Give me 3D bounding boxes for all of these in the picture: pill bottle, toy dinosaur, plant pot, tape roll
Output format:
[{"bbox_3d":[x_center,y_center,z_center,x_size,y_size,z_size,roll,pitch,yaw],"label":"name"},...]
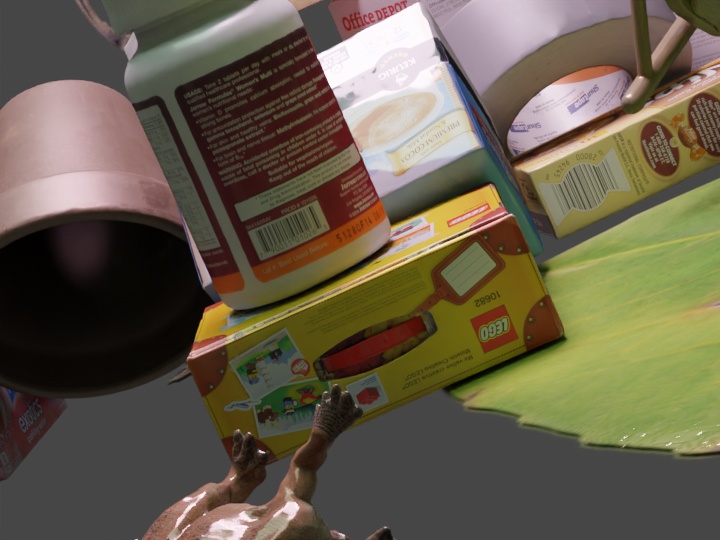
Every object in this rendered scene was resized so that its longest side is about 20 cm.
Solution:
[{"bbox_3d":[-0.068,-0.088,1.270,0.109,0.201,0.110,-23,9,4],"label":"pill bottle"},{"bbox_3d":[-0.059,0.126,0.903,0.135,0.086,0.200,-37,8,-28],"label":"toy dinosaur"},{"bbox_3d":[-0.201,-0.038,1.576,0.199,0.200,0.176,-22,50,12],"label":"plant pot"},{"bbox_3d":[0.137,-0.134,1.593,0.199,0.066,0.201,-21,-29,-12],"label":"tape roll"}]

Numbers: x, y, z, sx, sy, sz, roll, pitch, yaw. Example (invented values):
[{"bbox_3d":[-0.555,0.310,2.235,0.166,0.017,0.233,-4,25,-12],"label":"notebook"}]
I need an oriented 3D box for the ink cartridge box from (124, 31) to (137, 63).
[{"bbox_3d":[-0.098,-0.132,1.574,0.043,0.175,0.200,-9,-21,-27],"label":"ink cartridge box"}]

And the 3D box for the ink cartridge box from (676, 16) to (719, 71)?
[{"bbox_3d":[0.264,-0.212,1.617,0.050,0.201,0.160,-30,11,-38],"label":"ink cartridge box"}]

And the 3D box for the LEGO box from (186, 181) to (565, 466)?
[{"bbox_3d":[0.008,0.029,1.290,0.199,0.078,0.149,-24,9,4],"label":"LEGO box"}]

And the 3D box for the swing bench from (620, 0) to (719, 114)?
[{"bbox_3d":[0.288,-0.179,1.392,0.198,0.131,0.200,8,27,34],"label":"swing bench"}]

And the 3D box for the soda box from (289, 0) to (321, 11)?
[{"bbox_3d":[-0.004,-0.262,1.764,0.199,0.068,0.064,-24,8,-6],"label":"soda box"}]

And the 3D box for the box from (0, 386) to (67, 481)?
[{"bbox_3d":[-0.296,0.099,1.638,0.095,0.100,0.200,-23,8,10],"label":"box"}]

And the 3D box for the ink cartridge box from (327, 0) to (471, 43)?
[{"bbox_3d":[0.072,-0.147,1.761,0.084,0.201,0.144,-28,10,-26],"label":"ink cartridge box"}]

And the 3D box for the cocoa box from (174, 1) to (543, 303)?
[{"bbox_3d":[-0.006,-0.047,1.428,0.199,0.134,0.132,-26,53,8],"label":"cocoa box"}]

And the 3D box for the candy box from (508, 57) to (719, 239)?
[{"bbox_3d":[0.203,-0.090,1.540,0.199,0.056,0.115,-25,8,-4],"label":"candy box"}]
